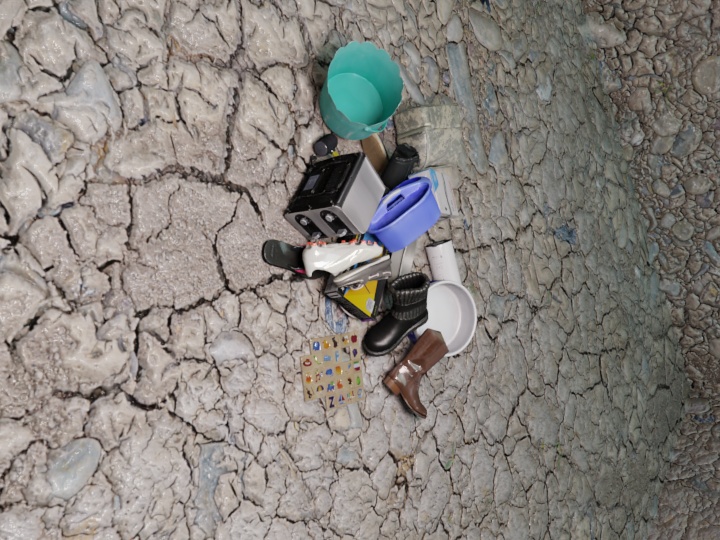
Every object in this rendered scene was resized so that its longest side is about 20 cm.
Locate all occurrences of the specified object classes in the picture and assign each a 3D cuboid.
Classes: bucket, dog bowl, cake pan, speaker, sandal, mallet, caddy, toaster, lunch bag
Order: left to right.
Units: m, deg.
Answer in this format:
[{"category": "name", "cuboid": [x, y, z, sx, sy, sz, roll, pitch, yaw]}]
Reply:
[{"category": "sandal", "cuboid": [-0.136, -0.026, 1.422, 0.197, 0.044, 0.078, 13, 74, -46]}, {"category": "toaster", "cuboid": [-0.056, -0.172, 1.436, 0.119, 0.177, 0.204, 49, 52, -37]}, {"category": "mallet", "cuboid": [-0.036, -0.244, 1.515, 0.202, 0.041, 0.066, 52, 40, 2]}, {"category": "bucket", "cuboid": [-0.003, -0.426, 1.511, 0.201, 0.135, 0.214, 3, 80, -16]}, {"category": "caddy", "cuboid": [0.096, -0.143, 1.497, 0.198, 0.142, 0.106, -38, 119, 1]}, {"category": "cake pan", "cuboid": [0.111, -0.035, 1.627, 0.200, 0.036, 0.207, 15, 89, -79]}, {"category": "lunch bag", "cuboid": [0.196, -0.370, 1.764, 0.197, 0.137, 0.173, -15, 95, -46]}, {"category": "dog bowl", "cuboid": [0.218, 0.129, 1.710, 0.194, 0.078, 0.207, 0, 90, -24]}, {"category": "speaker", "cuboid": [0.249, 0.019, 1.808, 0.080, 0.080, 0.206, -22, 100, -46]}]

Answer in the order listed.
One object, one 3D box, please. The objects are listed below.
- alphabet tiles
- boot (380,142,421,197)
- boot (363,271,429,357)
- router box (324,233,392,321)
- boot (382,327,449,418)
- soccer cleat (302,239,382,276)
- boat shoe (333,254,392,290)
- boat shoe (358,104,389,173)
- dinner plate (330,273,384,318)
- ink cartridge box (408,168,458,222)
[{"category": "alphabet tiles", "cuboid": [-0.065, 0.242, 1.489, 0.197, 0.007, 0.173, -4, 88, -47]}, {"category": "boot", "cuboid": [0.068, -0.229, 1.584, 0.073, 0.164, 0.197, 41, 41, 11]}, {"category": "boot", "cuboid": [0.086, 0.105, 1.541, 0.209, 0.079, 0.160, -37, 148, -19]}, {"category": "router box", "cuboid": [0.000, 0.000, 1.527, 0.148, 0.050, 0.205, 38, 57, -37]}, {"category": "boot", "cuboid": [0.177, 0.269, 1.640, 0.201, 0.064, 0.187, -47, 120, -4]}, {"category": "soccer cleat", "cuboid": [-0.041, -0.028, 1.429, 0.194, 0.069, 0.080, -4, 98, -24]}, {"category": "boat shoe", "cuboid": [0.015, 0.015, 1.453, 0.198, 0.066, 0.059, -25, 97, -49]}, {"category": "boat shoe", "cuboid": [0.033, -0.356, 1.637, 0.065, 0.071, 0.203, -40, 107, -37]}, {"category": "dinner plate", "cuboid": [-0.009, 0.019, 1.569, 0.197, 0.024, 0.207, 9, 78, -47]}, {"category": "ink cartridge box", "cuboid": [0.204, -0.195, 1.665, 0.199, 0.066, 0.120, -4, 79, -64]}]
